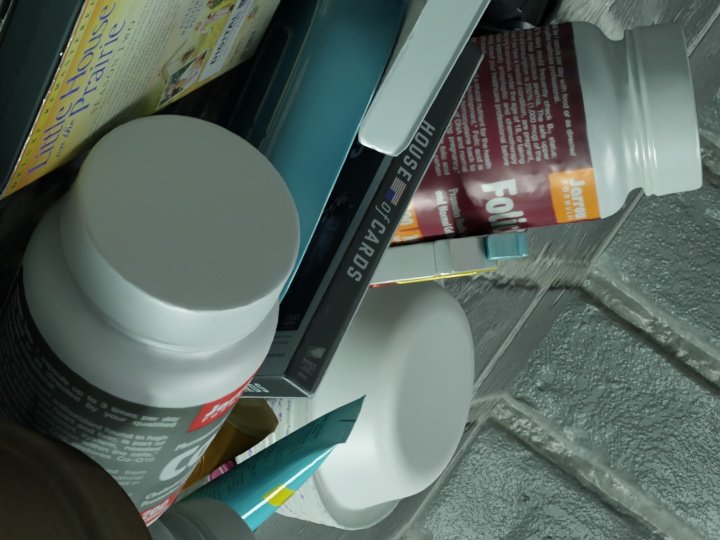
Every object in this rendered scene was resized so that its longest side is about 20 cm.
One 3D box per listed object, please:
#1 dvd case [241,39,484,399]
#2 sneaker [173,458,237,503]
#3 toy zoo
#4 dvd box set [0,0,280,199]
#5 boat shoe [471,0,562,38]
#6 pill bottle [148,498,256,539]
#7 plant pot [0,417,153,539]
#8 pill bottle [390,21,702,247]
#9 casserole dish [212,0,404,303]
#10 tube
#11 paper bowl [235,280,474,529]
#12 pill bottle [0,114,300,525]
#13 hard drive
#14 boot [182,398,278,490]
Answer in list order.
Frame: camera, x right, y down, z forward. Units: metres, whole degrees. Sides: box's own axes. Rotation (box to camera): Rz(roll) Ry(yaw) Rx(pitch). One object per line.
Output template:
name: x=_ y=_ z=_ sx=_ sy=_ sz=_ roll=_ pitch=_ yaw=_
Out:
dvd case: x=-0.028 y=-0.026 z=0.994 sx=0.150 sy=0.025 sz=0.201 roll=-6 pitch=-127 yaw=55
sneaker: x=-0.118 y=0.146 z=1.321 sx=0.087 sy=0.074 sz=0.200 roll=-15 pitch=-149 yaw=23
toy zoo: x=0.000 y=0.000 z=1.139 sx=0.131 sy=0.198 sz=0.021 roll=-2 pitch=85 yaw=-76
dvd box set: x=-0.076 y=-0.122 z=0.798 sx=0.200 sy=0.029 sz=0.147 roll=-40 pitch=163 yaw=-54
boat shoe: x=0.085 y=-0.162 z=1.233 sx=0.200 sy=0.074 sz=0.066 roll=-49 pitch=166 yaw=-25
pill bottle: x=-0.150 y=0.184 z=1.041 sx=0.199 sy=0.114 sz=0.115 roll=-9 pitch=138 yaw=-45
plant pot: x=-0.194 y=0.136 z=0.747 sx=0.201 sy=0.200 sz=0.175 roll=-53 pitch=151 yaw=-4
pill bottle: x=0.092 y=-0.081 z=1.133 sx=0.114 sy=0.198 sz=0.115 roll=-8 pitch=90 yaw=-82
casserole dish: x=-0.041 y=-0.066 z=0.940 sx=0.201 sy=0.039 sz=0.121 roll=-67 pitch=-159 yaw=8
tube: x=-0.079 y=0.142 z=1.181 sx=0.200 sy=0.050 sz=0.078 roll=-37 pitch=-167 yaw=17
paper bowl: x=0.006 y=0.074 z=1.324 sx=0.200 sy=0.104 sz=0.202 roll=-24 pitch=118 yaw=-56
pill bottle: x=-0.103 y=0.029 z=0.867 sx=0.114 sy=0.114 sz=0.200 roll=-44 pitch=173 yaw=-39
hard drive: x=0.039 y=-0.159 z=0.952 sx=0.201 sy=0.027 sz=0.132 roll=-86 pitch=-158 yaw=-57
boot: x=-0.141 y=0.123 z=1.172 sx=0.144 sy=0.071 sz=0.201 roll=-51 pitch=160 yaw=15
